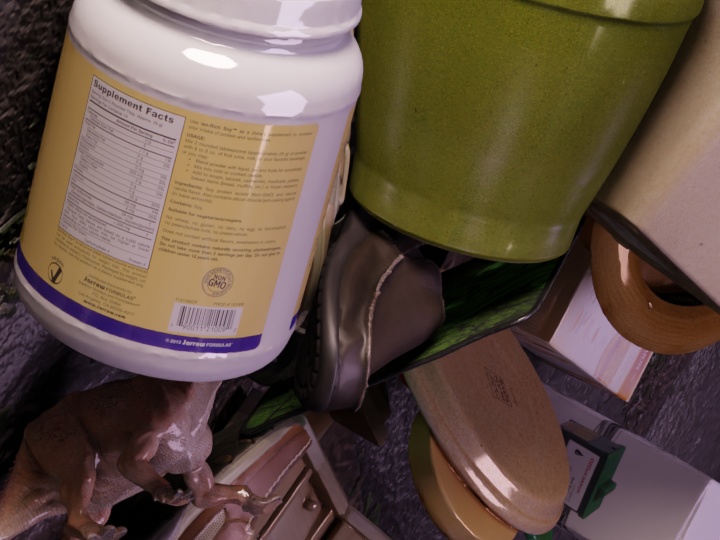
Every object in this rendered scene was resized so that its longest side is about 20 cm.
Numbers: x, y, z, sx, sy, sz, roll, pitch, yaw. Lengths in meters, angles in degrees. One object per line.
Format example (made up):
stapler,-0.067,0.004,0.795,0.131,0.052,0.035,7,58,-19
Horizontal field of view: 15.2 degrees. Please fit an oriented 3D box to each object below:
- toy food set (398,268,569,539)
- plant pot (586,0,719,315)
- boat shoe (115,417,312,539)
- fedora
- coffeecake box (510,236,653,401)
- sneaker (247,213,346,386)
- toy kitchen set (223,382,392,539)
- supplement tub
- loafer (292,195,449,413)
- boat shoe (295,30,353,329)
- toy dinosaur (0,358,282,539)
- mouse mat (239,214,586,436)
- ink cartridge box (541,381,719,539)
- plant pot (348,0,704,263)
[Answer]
toy food set,0.069,0.086,1.711,0.049,0.200,0.198,-31,163,20
plant pot,0.210,-0.088,1.593,0.177,0.200,0.200,-50,131,0
boat shoe,-0.101,0.165,1.550,0.200,0.076,0.074,-44,108,-17
fedora,0.206,-0.043,1.780,0.200,0.082,0.201,-18,118,-36
coffeecake box,0.167,-0.007,1.911,0.154,0.073,0.200,-63,155,-4
sneaker,0.000,0.000,1.613,0.200,0.074,0.079,-48,157,-27
toy kitchen set,0.023,0.149,1.674,0.163,0.180,0.200,-55,154,-17
supplement tub,-0.081,-0.064,1.308,0.145,0.145,0.200,-21,133,-54
loafer,0.013,0.014,1.482,0.200,0.071,0.073,-71,178,-57
boat shoe,-0.034,-0.056,1.495,0.065,0.072,0.200,-32,136,-44
toy dinosaur,-0.131,0.084,1.428,0.200,0.136,0.086,-27,155,-2
mouse mat,0.031,0.030,1.570,0.008,0.200,0.161,62,24,-13
ink cartridge box,0.167,0.148,1.917,0.084,0.200,0.146,-61,155,-1
plant pot,0.080,-0.114,1.483,0.200,0.200,0.193,-16,126,-57
